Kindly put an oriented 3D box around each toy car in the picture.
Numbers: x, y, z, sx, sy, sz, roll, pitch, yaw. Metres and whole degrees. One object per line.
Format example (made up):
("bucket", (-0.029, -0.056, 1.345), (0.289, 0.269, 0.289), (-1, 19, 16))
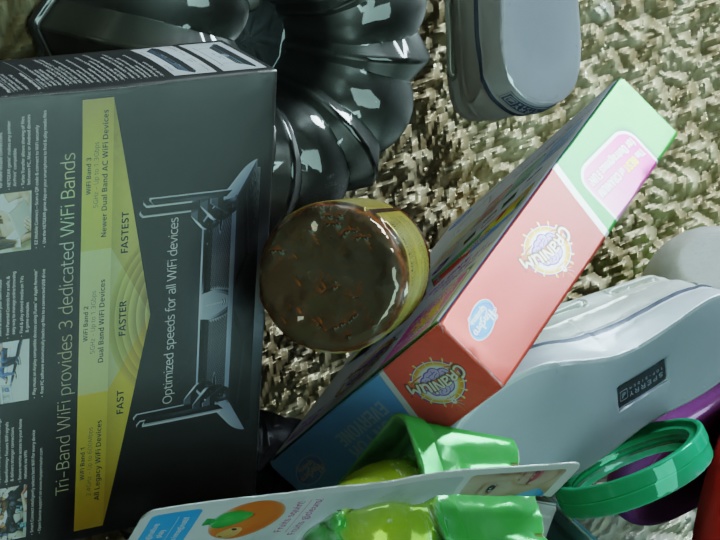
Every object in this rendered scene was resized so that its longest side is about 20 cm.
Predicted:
("toy car", (0.202, 0.091, 1.245), (0.150, 0.200, 0.175), (-39, 146, -19))

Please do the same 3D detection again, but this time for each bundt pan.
("bundt pan", (-0.046, -0.104, 1.043), (0.202, 0.076, 0.202), (-14, 112, -38))

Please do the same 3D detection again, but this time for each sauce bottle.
("sauce bottle", (0.000, 0.000, 1.017), (0.200, 0.066, 0.066), (-7, 114, -81))

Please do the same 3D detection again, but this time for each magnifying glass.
("magnifying glass", (0.120, 0.096, 1.178), (0.079, 0.200, 0.022), (-26, 98, -12))

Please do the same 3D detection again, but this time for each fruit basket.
("fruit basket", (-0.026, 0.137, 0.984), (0.200, 0.094, 0.185), (-10, 154, -31))

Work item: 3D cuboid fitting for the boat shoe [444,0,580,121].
("boat shoe", (0.066, -0.171, 1.126), (0.073, 0.065, 0.201), (16, 73, -36))

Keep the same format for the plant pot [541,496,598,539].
("plant pot", (0.109, 0.255, 1.230), (0.188, 0.200, 0.200), (-47, 131, 0))

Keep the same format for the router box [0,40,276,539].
("router box", (-0.118, 0.012, 0.951), (0.157, 0.052, 0.201), (-8, 113, -31))

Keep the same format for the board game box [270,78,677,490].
("board game box", (0.054, 0.012, 1.082), (0.040, 0.153, 0.200), (43, 48, -5))

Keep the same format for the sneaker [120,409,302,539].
("sneaker", (-0.097, 0.142, 1.084), (0.114, 0.075, 0.200), (36, 78, -36))

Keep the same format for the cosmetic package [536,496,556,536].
("cosmetic package", (0.008, 0.190, 1.157), (0.090, 0.107, 0.200), (14, 97, -57))

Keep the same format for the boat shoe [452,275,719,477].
("boat shoe", (0.095, 0.046, 1.143), (0.202, 0.086, 0.075), (-26, 123, -32))
